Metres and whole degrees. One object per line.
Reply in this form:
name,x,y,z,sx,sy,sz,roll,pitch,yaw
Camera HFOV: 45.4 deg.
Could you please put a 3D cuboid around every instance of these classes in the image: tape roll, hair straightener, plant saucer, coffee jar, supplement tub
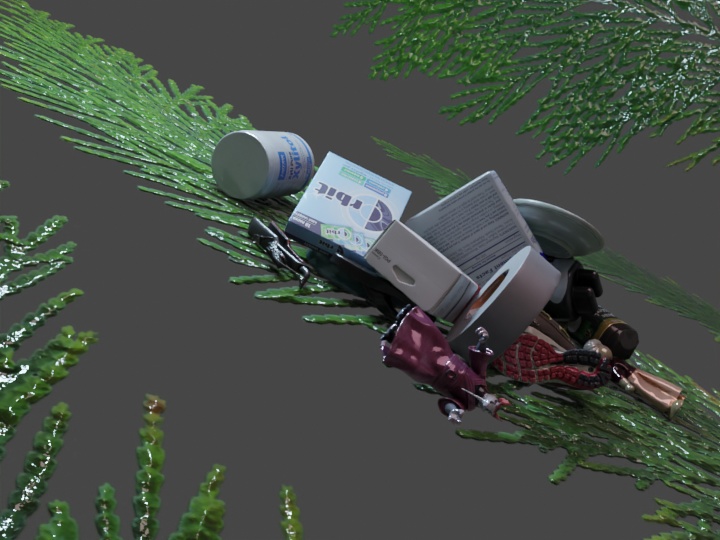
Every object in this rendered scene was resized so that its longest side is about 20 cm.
tape roll,0.220,0.058,1.339,0.066,0.200,0.200,41,17,0
hair straightener,-0.142,-0.029,1.392,0.077,0.041,0.200,12,26,-36
plant saucer,0.363,-0.068,1.646,0.200,0.050,0.200,25,-11,5
coffee jar,0.461,0.108,1.745,0.104,0.086,0.200,6,26,-46
plant saucer,0.000,0.000,1.513,0.200,0.027,0.200,23,17,-7
supplement tub,-0.186,-0.207,1.685,0.132,0.132,0.200,30,18,15

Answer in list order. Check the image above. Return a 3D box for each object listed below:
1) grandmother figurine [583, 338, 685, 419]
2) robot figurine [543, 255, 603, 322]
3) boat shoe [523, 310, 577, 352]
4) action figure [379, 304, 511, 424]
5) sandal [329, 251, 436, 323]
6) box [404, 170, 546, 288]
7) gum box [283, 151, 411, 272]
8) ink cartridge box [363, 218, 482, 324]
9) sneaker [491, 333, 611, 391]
grandmother figurine,0.502,0.195,1.598,0.200,0.061,0.121,34,10,18
robot figurine,0.369,0.038,1.693,0.199,0.125,0.150,3,14,31
boat shoe,0.325,0.118,1.475,0.072,0.060,0.200,-8,-31,44
action figure,0.112,0.145,1.176,0.200,0.134,0.149,39,-25,3
sandal,0.032,0.039,1.395,0.200,0.048,0.075,32,5,13
box,0.214,-0.053,1.581,0.200,0.184,0.105,59,15,0
gum box,-0.019,-0.101,1.503,0.169,0.045,0.200,26,48,0
ink cartridge box,0.107,0.006,1.399,0.147,0.083,0.200,41,5,17
sneaker,0.302,0.160,1.405,0.199,0.081,0.075,15,-19,0
